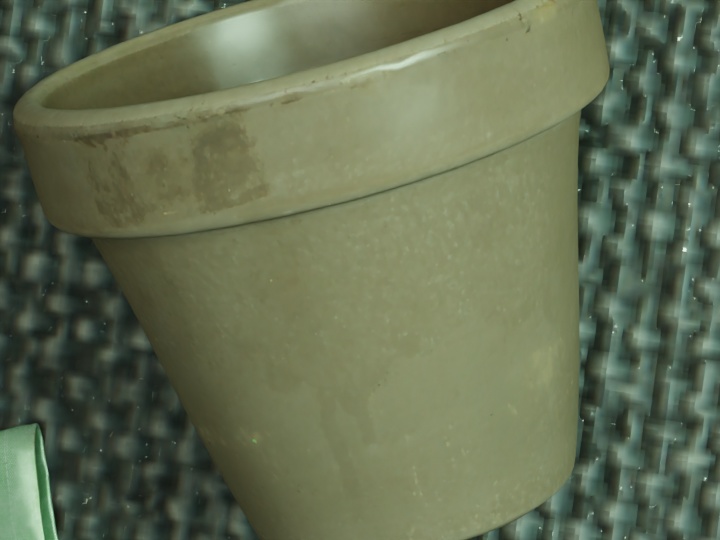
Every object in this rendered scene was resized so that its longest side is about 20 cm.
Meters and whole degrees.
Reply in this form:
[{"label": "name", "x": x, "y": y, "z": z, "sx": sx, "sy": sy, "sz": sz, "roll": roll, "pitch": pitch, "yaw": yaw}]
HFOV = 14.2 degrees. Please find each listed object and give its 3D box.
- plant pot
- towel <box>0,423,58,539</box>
[{"label": "plant pot", "x": 0.000, "y": 0.000, "z": 0.975, "sx": 0.200, "sy": 0.200, "sz": 0.175, "roll": -12, "pitch": 102, "yaw": 11}, {"label": "towel", "x": -0.206, "y": 0.148, "z": 1.085, "sx": 0.199, "sy": 0.023, "sz": 0.153, "roll": -10, "pitch": 85, "yaw": 12}]
